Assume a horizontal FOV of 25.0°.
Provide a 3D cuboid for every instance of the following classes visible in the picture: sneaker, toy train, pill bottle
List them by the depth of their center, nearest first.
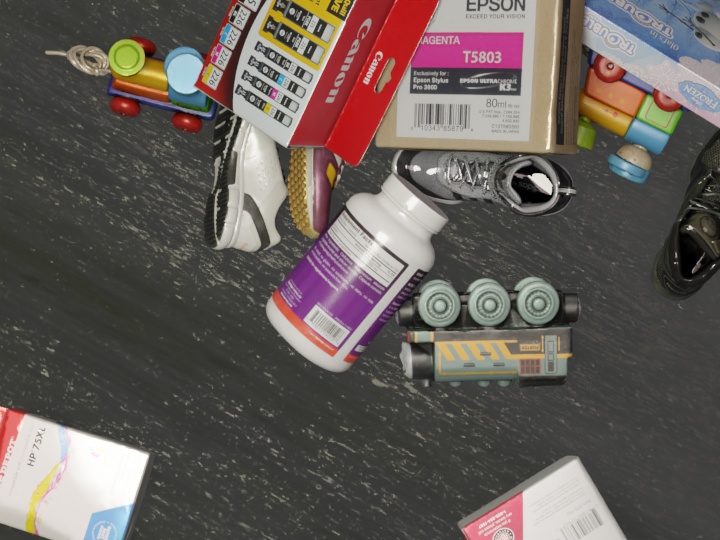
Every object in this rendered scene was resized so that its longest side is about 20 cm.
[{"bbox_3d":[0.000,0.000,1.686,0.112,0.112,0.200,40,98,3],"label":"pill bottle"},{"bbox_3d":[0.133,-0.102,1.713,0.198,0.114,0.076,9,92,-1],"label":"sneaker"},{"bbox_3d":[0.376,-0.067,1.719,0.076,0.114,0.201,28,83,0],"label":"sneaker"},{"bbox_3d":[-0.248,-0.215,1.719,0.198,0.116,0.085,14,84,0],"label":"toy train"},{"bbox_3d":[0.135,0.067,1.720,0.198,0.085,0.115,-2,94,-1],"label":"toy train"},{"bbox_3d":[-0.027,-0.131,1.728,0.089,0.075,0.202,4,76,-17],"label":"sneaker"},{"bbox_3d":[0.246,-0.185,1.744,0.199,0.085,0.116,26,101,2],"label":"toy train"},{"bbox_3d":[-0.116,-0.114,1.745,0.079,0.074,0.202,13,79,-27],"label":"sneaker"}]

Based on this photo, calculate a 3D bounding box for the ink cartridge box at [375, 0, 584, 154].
[{"bbox_3d":[0.118,-0.202,1.631,0.198,0.075,0.167,3,95,29],"label":"ink cartridge box"}]

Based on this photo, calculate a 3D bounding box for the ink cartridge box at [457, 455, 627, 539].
[{"bbox_3d":[0.212,0.316,1.692,0.144,0.083,0.201,-30,86,-4],"label":"ink cartridge box"}]

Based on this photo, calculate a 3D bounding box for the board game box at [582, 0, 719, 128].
[{"bbox_3d":[0.324,-0.260,1.708,0.199,0.044,0.199,32,41,2],"label":"board game box"}]

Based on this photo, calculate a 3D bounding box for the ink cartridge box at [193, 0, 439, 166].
[{"bbox_3d":[-0.044,-0.230,1.622,0.175,0.084,0.201,33,108,23],"label":"ink cartridge box"}]

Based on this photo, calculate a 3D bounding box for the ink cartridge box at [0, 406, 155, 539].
[{"bbox_3d":[-0.327,0.217,1.700,0.198,0.067,0.117,17,84,1],"label":"ink cartridge box"}]
